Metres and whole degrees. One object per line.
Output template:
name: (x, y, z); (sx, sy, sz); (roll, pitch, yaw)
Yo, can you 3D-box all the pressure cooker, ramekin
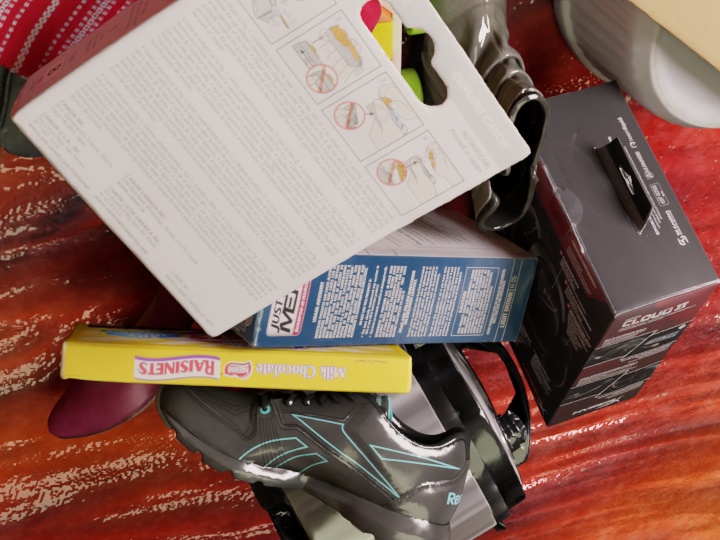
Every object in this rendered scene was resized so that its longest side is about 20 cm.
pressure cooker: (0.025, 0.121, 0.980); (0.199, 0.180, 0.176); (-31, 170, -1)
ramekin: (0.226, -0.179, 0.871); (0.200, 0.095, 0.204); (-15, 136, -15)

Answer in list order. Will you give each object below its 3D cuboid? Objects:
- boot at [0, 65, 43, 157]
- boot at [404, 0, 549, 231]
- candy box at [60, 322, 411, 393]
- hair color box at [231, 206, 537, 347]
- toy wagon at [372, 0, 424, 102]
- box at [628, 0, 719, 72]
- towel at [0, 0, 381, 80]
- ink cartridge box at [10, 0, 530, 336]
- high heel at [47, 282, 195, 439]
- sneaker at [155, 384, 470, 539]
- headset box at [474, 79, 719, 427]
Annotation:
boot: (-0.138, -0.146, 0.729); (0.163, 0.066, 0.201); (9, 121, -20)
boot: (0.077, -0.131, 0.811); (0.067, 0.131, 0.201); (-13, 135, -16)
candy box: (-0.074, 0.051, 0.837); (0.197, 0.102, 0.027); (3, 96, -8)
hair color box: (0.000, 0.000, 0.862); (0.198, 0.100, 0.061); (2, 110, -35)
toy wagon: (-0.038, -0.100, 0.832); (0.153, 0.040, 0.201); (-9, 140, -8)
box: (0.246, -0.184, 0.791); (0.199, 0.021, 0.164); (24, 116, -40)
towel: (-0.096, -0.127, 0.714); (0.145, 0.023, 0.199); (-43, 137, 20)
ink cartridge box: (-0.043, -0.074, 0.687); (0.199, 0.057, 0.163); (-31, 119, 15)
high heel: (-0.146, 0.027, 0.909); (0.199, 0.068, 0.096); (-38, 118, 8)
sneaker: (-0.026, 0.099, 0.857); (0.198, 0.075, 0.080); (23, 99, -5)
headset box: (0.143, -0.011, 0.903); (0.076, 0.150, 0.201); (-16, 156, -15)
